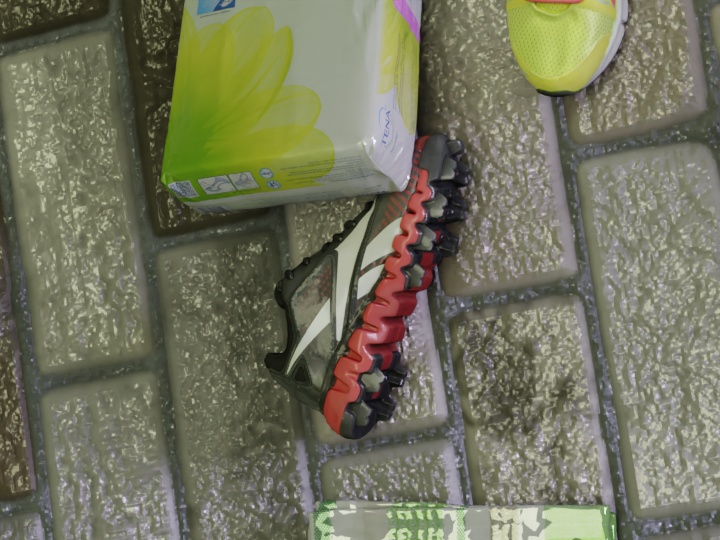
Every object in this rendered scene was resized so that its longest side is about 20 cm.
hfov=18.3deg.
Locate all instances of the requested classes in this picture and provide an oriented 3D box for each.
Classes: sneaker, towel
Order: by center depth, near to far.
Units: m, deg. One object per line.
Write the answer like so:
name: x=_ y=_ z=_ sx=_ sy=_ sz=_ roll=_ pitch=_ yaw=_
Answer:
sneaker: x=0.122 y=-0.208 z=1.378 sx=0.078 sy=0.090 sz=0.201 roll=4 pitch=88 yaw=20
towel: x=0.064 y=0.219 z=1.402 sx=0.199 sy=0.031 sz=0.150 roll=-2 pitch=87 yaw=19
sneaker: x=0.000 y=0.000 z=1.417 sx=0.098 sy=0.071 sz=0.201 roll=24 pitch=96 yaw=19

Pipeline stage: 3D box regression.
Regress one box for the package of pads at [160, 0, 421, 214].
package of pads: x=-0.037 y=-0.138 z=1.417 sx=0.154 sy=0.068 sz=0.201 roll=-6 pitch=64 yaw=23
